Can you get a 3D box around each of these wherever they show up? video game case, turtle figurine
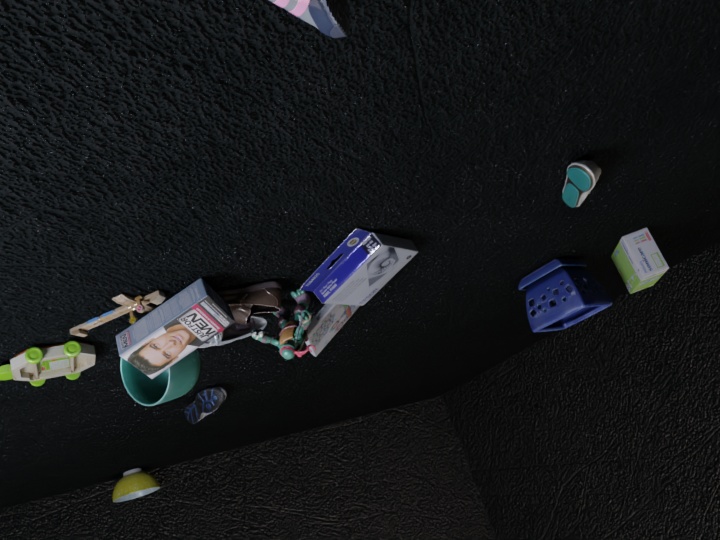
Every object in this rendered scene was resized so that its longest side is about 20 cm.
[{"bbox_3d":[-0.066,0.114,1.479,0.182,0.024,0.200,-49,165,-15],"label":"video game case"},{"bbox_3d":[-0.159,0.128,1.320,0.149,0.200,0.101,-20,118,11],"label":"turtle figurine"}]

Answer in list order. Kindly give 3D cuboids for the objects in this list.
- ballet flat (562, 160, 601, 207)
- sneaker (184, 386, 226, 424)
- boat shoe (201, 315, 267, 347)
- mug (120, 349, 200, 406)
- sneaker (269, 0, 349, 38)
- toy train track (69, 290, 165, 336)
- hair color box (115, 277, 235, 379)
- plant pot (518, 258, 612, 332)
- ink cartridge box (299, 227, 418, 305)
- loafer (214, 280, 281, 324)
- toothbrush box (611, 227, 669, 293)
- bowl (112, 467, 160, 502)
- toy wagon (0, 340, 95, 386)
[{"bbox_3d":[0.471,-0.194,1.285,0.069,0.070,0.200,-22,164,4],"label":"ballet flat"},{"bbox_3d":[-0.481,0.413,1.930,0.200,0.076,0.077,-35,177,36],"label":"sneaker"},{"bbox_3d":[-0.296,0.125,1.332,0.065,0.075,0.202,-13,171,37],"label":"boat shoe"},{"bbox_3d":[-0.410,0.195,1.308,0.185,0.152,0.114,-35,167,27],"label":"mug"},{"bbox_3d":[-0.079,-0.279,0.567,0.082,0.070,0.200,-10,162,24],"label":"sneaker"},{"bbox_3d":[-0.464,0.092,1.169,0.199,0.033,0.115,-22,159,9],"label":"toy train track"},{"bbox_3d":[-0.356,0.113,1.179,0.200,0.061,0.099,-34,136,0],"label":"hair color box"},{"bbox_3d":[0.632,0.073,1.921,0.200,0.180,0.200,1,150,-44],"label":"plant pot"},{"bbox_3d":[0.000,0.000,1.301,0.200,0.041,0.200,-45,150,26],"label":"ink cartridge box"},{"bbox_3d":[-0.254,0.076,1.268,0.199,0.071,0.073,-15,159,-13],"label":"loafer"},{"bbox_3d":[0.891,-0.028,1.956,0.086,0.146,0.200,-22,159,6],"label":"toothbrush box"},{"bbox_3d":[-0.999,0.940,2.700,0.199,0.108,0.200,-18,159,-7],"label":"bowl"},{"bbox_3d":[-0.649,0.192,1.243,0.199,0.040,0.155,-7,156,-29],"label":"toy wagon"}]
